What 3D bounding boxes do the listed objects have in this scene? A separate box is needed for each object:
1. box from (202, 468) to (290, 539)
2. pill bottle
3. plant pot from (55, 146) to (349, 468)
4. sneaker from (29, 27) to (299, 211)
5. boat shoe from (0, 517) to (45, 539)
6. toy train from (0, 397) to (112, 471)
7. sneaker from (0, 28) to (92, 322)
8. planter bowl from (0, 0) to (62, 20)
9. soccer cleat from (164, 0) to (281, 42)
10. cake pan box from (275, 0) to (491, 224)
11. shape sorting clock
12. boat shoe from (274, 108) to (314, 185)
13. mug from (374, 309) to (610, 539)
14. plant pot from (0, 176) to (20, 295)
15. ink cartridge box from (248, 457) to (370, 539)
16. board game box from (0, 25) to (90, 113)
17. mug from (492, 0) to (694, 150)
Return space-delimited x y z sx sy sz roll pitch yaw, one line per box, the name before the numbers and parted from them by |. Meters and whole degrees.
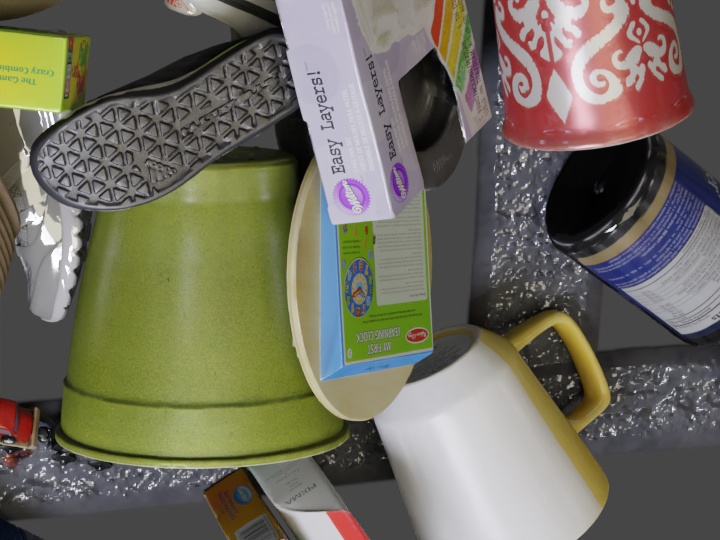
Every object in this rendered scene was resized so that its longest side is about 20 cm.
box | -0.040 0.251 1.564 0.041 0.119 0.200 -34 117 -4
pill bottle | 0.240 -0.014 1.559 0.200 0.112 0.112 34 97 -27
plant pot | -0.107 0.015 1.425 0.200 0.200 0.194 -3 99 -17
sneaker | -0.116 -0.095 1.347 0.199 0.083 0.072 -23 104 -12
boat shoe | -0.288 0.200 1.488 0.200 0.072 0.072 38 97 -27
toy train | -0.256 0.106 1.473 0.199 0.046 0.034 13 67 -22
sneaker | -0.225 -0.063 1.419 0.082 0.075 0.201 -3 107 0
planter bowl | -0.227 -0.241 1.303 0.200 0.135 0.201 -7 112 -17
soccer cleat | -0.103 -0.213 1.370 0.085 0.069 0.200 -36 118 -1
cake pan box | 0.015 -0.148 1.363 0.052 0.184 0.201 -3 112 29
shape sorting clock | 0.000 0.000 1.411 0.039 0.200 0.201 -3 118 27
boat shoe | -0.015 -0.085 1.473 0.065 0.074 0.203 -25 126 -55
mug | 0.088 0.116 1.565 0.149 0.187 0.153 -20 110 26
plant pot | -0.279 -0.041 1.336 0.093 0.201 0.201 -35 118 -19
ink cartridge box | 0.001 0.225 1.521 0.050 0.200 0.161 -33 116 -3
board game box | -0.275 -0.133 1.310 0.199 0.102 0.048 6 96 0
mug | 0.146 -0.204 1.443 0.133 0.178 0.201 -9 111 8
